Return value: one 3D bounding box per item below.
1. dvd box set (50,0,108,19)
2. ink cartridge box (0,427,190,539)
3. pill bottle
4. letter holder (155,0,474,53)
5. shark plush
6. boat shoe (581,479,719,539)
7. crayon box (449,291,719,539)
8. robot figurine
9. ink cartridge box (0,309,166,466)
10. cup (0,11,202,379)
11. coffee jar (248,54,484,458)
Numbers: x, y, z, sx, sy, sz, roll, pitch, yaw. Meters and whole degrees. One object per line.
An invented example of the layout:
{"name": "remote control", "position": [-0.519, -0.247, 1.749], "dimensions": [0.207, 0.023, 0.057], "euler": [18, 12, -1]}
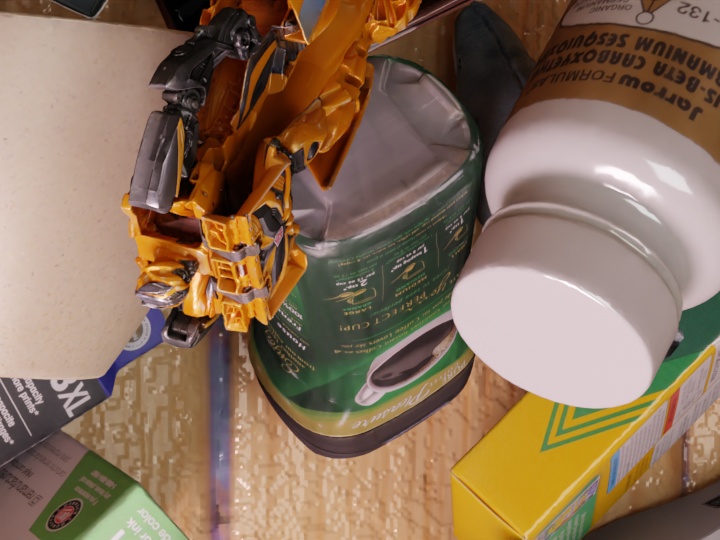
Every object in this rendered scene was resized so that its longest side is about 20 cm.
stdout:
{"name": "dvd box set", "position": [-0.172, -0.185, 1.166], "dimensions": [0.146, 0.200, 0.029], "euler": [25, 113, -23]}
{"name": "ink cartridge box", "position": [-0.164, 0.174, 1.248], "dimensions": [0.200, 0.145, 0.084], "euler": [-44, 111, -11]}
{"name": "pill bottle", "position": [0.117, -0.046, 1.211], "dimensions": [0.114, 0.114, 0.200], "euler": [43, 56, -22]}
{"name": "letter holder", "position": [0.013, -0.168, 1.274], "dimensions": [0.200, 0.142, 0.101], "euler": [-28, 108, -17]}
{"name": "shark plush", "position": [0.081, -0.032, 1.310], "dimensions": [0.091, 0.200, 0.083], "euler": [-4, 134, -13]}
{"name": "boat shoe", "position": [0.176, 0.143, 1.432], "dimensions": [0.200, 0.069, 0.057], "euler": [-23, 106, -21]}
{"name": "crayon box", "position": [0.106, 0.079, 1.358], "dimensions": [0.052, 0.126, 0.200], "euler": [42, 78, 14]}
{"name": "robot figurine", "position": [-0.034, -0.066, 1.119], "dimensions": [0.058, 0.145, 0.200], "euler": [14, 59, 15]}
{"name": "ink cartridge box", "position": [-0.182, 0.044, 1.283], "dimensions": [0.200, 0.037, 0.095], "euler": [-33, 108, -18]}
{"name": "cup", "position": [-0.151, -0.030, 1.186], "dimensions": [0.200, 0.200, 0.144], "euler": [4, 91, -24]}
{"name": "coffee jar", "position": [0.000, 0.000, 1.275], "dimensions": [0.104, 0.085, 0.200], "euler": [-31, 152, -18]}
